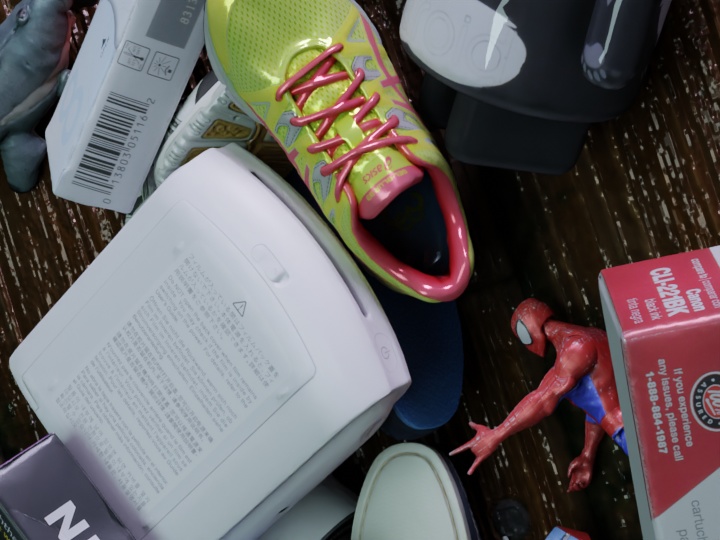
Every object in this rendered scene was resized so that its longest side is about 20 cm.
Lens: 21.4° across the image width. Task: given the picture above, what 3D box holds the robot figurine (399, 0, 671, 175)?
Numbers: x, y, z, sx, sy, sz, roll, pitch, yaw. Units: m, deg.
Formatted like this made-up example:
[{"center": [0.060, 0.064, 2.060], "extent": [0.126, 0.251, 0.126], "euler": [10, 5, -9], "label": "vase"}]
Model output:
[{"center": [0.092, -0.148, 0.902], "extent": [0.150, 0.125, 0.201], "euler": [28, 116, 25], "label": "robot figurine"}]

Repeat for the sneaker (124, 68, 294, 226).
[{"center": [-0.088, -0.070, 1.022], "extent": [0.200, 0.075, 0.088], "euler": [-53, 43, 47], "label": "sneaker"}]

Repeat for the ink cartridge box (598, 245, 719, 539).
[{"center": [0.204, 0.059, 0.736], "extent": [0.199, 0.084, 0.145], "euler": [-12, 106, 4], "label": "ink cartridge box"}]

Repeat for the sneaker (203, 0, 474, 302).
[{"center": [-0.001, -0.065, 0.910], "extent": [0.078, 0.090, 0.200], "euler": [-37, 112, 1], "label": "sneaker"}]

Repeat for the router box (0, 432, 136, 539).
[{"center": [-0.130, 0.198, 1.006], "extent": [0.200, 0.051, 0.149], "euler": [51, 154, 11], "label": "router box"}]

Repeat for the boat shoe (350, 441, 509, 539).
[{"center": [0.047, 0.186, 1.022], "extent": [0.074, 0.062, 0.201], "euler": [-9, 95, 31], "label": "boat shoe"}]

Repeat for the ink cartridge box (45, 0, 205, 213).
[{"center": [-0.126, -0.148, 1.022], "extent": [0.161, 0.047, 0.200], "euler": [-64, 26, 24], "label": "ink cartridge box"}]

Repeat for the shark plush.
[{"center": [-0.207, -0.114, 1.125], "extent": [0.200, 0.083, 0.091], "euler": [-37, 77, 31], "label": "shark plush"}]

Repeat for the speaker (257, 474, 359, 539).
[{"center": [-0.090, 0.107, 1.086], "extent": [0.200, 0.081, 0.082], "euler": [37, 115, 23], "label": "speaker"}]

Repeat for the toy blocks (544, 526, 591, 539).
[{"center": [0.128, 0.214, 0.935], "extent": [0.199, 0.137, 0.100], "euler": [28, 147, 26], "label": "toy blocks"}]

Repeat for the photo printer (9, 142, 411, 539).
[{"center": [-0.075, 0.046, 0.970], "extent": [0.167, 0.069, 0.200], "euler": [53, 125, 11], "label": "photo printer"}]

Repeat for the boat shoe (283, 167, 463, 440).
[{"center": [0.000, 0.000, 1.024], "extent": [0.069, 0.084, 0.201], "euler": [-36, 60, 43], "label": "boat shoe"}]

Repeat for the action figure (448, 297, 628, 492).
[{"center": [0.128, 0.106, 0.952], "extent": [0.099, 0.065, 0.200], "euler": [-44, 73, 18], "label": "action figure"}]
